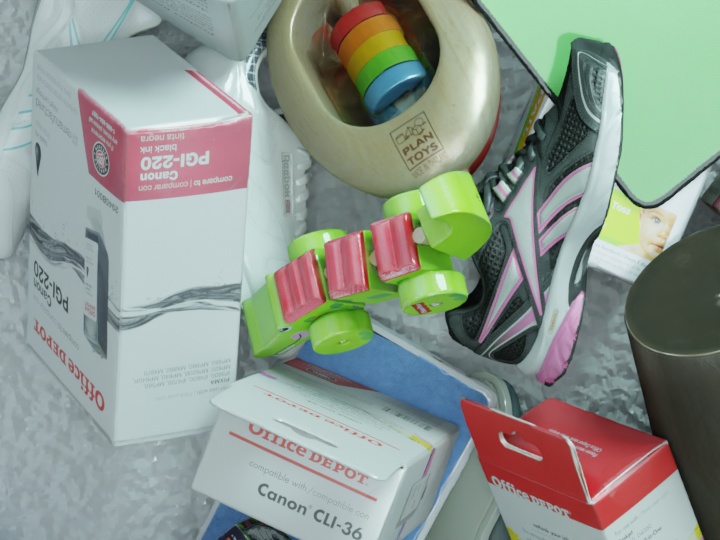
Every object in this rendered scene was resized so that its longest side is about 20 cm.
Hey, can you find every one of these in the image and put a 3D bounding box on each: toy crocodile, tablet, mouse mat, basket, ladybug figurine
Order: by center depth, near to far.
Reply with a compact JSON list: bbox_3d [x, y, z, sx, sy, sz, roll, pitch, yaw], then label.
[{"bbox_3d":[0.000,0.000,1.442,0.200,0.062,0.068,-25,68,40],"label":"toy crocodile"},{"bbox_3d":[0.166,-0.157,1.454,0.161,0.008,0.200,-38,95,4],"label":"mouse mat"},{"bbox_3d":[0.239,0.082,1.478,0.179,0.136,0.200,-11,128,26],"label":"basket"},{"bbox_3d":[0.020,-0.118,1.497,0.135,0.072,0.201,-32,59,13],"label":"ladybug figurine"},{"bbox_3d":[-0.013,0.133,1.573,0.130,0.014,0.201,30,101,11],"label":"tablet"}]

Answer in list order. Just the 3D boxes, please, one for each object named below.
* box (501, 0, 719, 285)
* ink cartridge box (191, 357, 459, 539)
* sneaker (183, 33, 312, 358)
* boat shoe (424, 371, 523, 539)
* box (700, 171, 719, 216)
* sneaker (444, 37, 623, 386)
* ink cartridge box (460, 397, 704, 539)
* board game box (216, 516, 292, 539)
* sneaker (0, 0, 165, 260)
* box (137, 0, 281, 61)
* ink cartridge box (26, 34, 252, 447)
[{"bbox_3d":[0.163,-0.103,1.516,0.112,0.101,0.201,23,96,-3],"label":"box"},{"bbox_3d":[-0.023,0.111,1.464,0.116,0.200,0.068,23,99,12],"label":"ink cartridge box"},{"bbox_3d":[-0.061,-0.045,1.542,0.080,0.076,0.201,-19,98,-7],"label":"sneaker"},{"bbox_3d":[0.081,0.164,1.580,0.062,0.073,0.201,3,90,-43],"label":"boat shoe"},{"bbox_3d":[0.319,-0.078,1.515,0.128,0.109,0.200,36,96,-4],"label":"box"},{"bbox_3d":[0.097,-0.036,1.432,0.086,0.080,0.201,13,100,2],"label":"sneaker"},{"bbox_3d":[0.144,0.153,1.505,0.067,0.116,0.201,-34,118,-24],"label":"ink cartridge box"},{"bbox_3d":[-0.035,0.248,1.508,0.200,0.062,0.200,-40,88,23],"label":"board game box"},{"bbox_3d":[-0.180,-0.095,1.535,0.080,0.070,0.201,21,96,-5],"label":"sneaker"},{"bbox_3d":[-0.102,-0.263,1.438,0.198,0.171,0.201,32,84,3],"label":"box"},{"bbox_3d":[-0.133,-0.018,1.475,0.084,0.146,0.201,-10,118,-26],"label":"ink cartridge box"}]
